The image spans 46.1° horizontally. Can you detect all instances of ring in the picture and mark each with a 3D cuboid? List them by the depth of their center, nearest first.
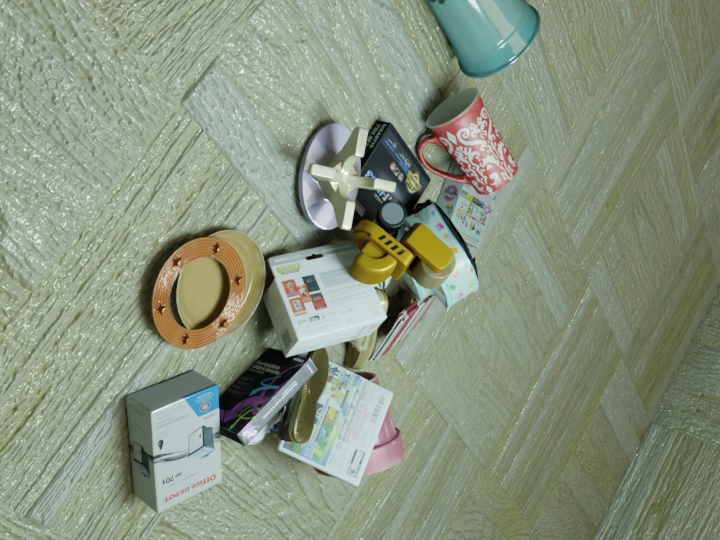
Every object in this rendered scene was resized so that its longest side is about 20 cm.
[{"bbox_3d":[-0.275,0.042,1.473,0.199,0.019,0.204,-20,118,-42],"label":"ring"}]

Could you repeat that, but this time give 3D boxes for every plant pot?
[{"bbox_3d":[-0.255,0.023,1.523,0.199,0.027,0.203,-20,118,-42],"label":"plant pot"},{"bbox_3d":[0.240,-0.541,1.747,0.196,0.199,0.202,41,73,-40],"label":"plant pot"},{"bbox_3d":[-0.015,0.318,1.796,0.198,0.198,0.182,-14,99,-44],"label":"plant pot"}]

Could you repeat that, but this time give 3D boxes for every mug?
[{"bbox_3d":[0.234,-0.271,1.860,0.201,0.176,0.134,51,42,-24],"label":"mug"}]

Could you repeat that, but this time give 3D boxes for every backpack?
[{"bbox_3d":[0.157,-0.022,1.780,0.152,0.200,0.177,-34,146,-8],"label":"backpack"}]

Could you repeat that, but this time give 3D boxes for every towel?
[{"bbox_3d":[0.100,0.114,1.855,0.200,0.023,0.145,-33,159,-55],"label":"towel"}]

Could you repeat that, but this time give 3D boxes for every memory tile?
[{"bbox_3d":[0.102,0.042,1.940,0.152,0.017,0.203,-24,121,-41],"label":"memory tile"}]

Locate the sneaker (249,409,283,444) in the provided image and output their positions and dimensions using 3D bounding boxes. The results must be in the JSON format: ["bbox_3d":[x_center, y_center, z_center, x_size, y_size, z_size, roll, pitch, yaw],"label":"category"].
[{"bbox_3d":[-0.188,0.260,1.659,0.198,0.080,0.117,-10,109,-53],"label":"sneaker"}]

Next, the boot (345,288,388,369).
[{"bbox_3d":[-0.036,0.130,1.775,0.154,0.073,0.202,-4,130,-34],"label":"boot"}]

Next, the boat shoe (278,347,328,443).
[{"bbox_3d":[-0.114,0.234,1.630,0.073,0.064,0.202,51,44,-42],"label":"boat shoe"}]

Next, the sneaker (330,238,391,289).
[{"bbox_3d":[0.000,0.000,1.764,0.199,0.075,0.089,30,87,-47],"label":"sneaker"}]

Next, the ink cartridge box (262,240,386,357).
[{"bbox_3d":[-0.076,0.051,1.632,0.198,0.178,0.084,-12,158,-30],"label":"ink cartridge box"}]

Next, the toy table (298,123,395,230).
[{"bbox_3d":[-0.037,-0.176,1.590,0.181,0.117,0.204,-4,97,-30],"label":"toy table"}]

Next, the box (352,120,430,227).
[{"bbox_3d":[0.044,-0.172,1.769,0.200,0.049,0.200,-58,138,-16],"label":"box"}]

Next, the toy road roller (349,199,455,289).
[{"bbox_3d":[0.068,-0.021,1.614,0.146,0.199,0.123,-50,175,-19],"label":"toy road roller"}]

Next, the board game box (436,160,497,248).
[{"bbox_3d":[0.253,-0.171,1.991,0.147,0.064,0.203,22,86,-49],"label":"board game box"}]

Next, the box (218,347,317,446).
[{"bbox_3d":[-0.191,0.230,1.584,0.200,0.142,0.036,-44,120,-29],"label":"box"}]

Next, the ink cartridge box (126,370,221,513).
[{"bbox_3d":[-0.328,0.301,1.504,0.145,0.085,0.203,-19,117,-43],"label":"ink cartridge box"}]

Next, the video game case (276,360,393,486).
[{"bbox_3d":[-0.048,0.299,1.686,0.180,0.022,0.202,27,72,-11],"label":"video game case"}]
